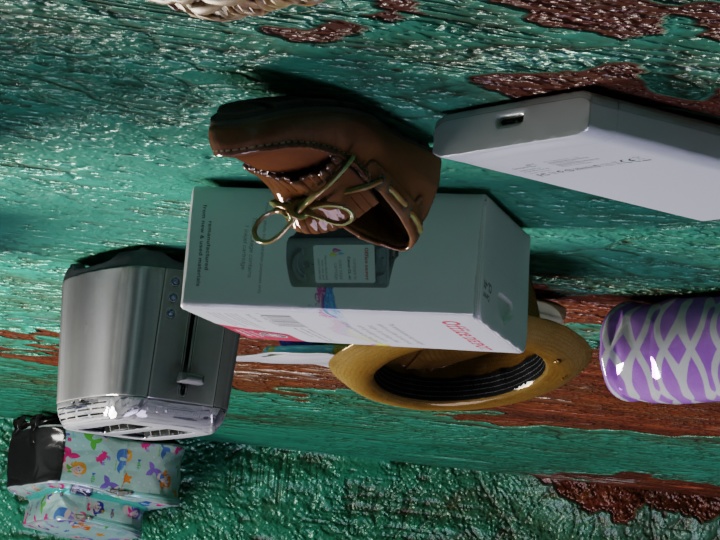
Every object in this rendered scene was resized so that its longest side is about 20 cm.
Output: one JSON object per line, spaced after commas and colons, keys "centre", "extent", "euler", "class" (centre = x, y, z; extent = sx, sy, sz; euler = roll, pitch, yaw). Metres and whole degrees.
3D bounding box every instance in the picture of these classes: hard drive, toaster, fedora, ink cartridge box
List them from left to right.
{"centre": [-0.167, 0.059, 2.269], "extent": [0.113, 0.130, 0.200], "euler": [10, 170, -28], "class": "toaster"}
{"centre": [0.000, 0.000, 1.934], "extent": [0.199, 0.086, 0.148], "euler": [1, 170, 15], "class": "ink cartridge box"}
{"centre": [0.071, 0.039, 2.141], "extent": [0.199, 0.082, 0.201], "euler": [0, 160, 0], "class": "fedora"}
{"centre": [0.158, -0.062, 1.638], "extent": [0.199, 0.027, 0.132], "euler": [12, 169, -36], "class": "hard drive"}

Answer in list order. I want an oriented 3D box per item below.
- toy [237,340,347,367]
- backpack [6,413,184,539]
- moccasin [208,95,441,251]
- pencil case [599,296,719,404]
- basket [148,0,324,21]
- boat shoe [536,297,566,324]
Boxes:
{"centre": [-0.026, 0.057, 2.452], "extent": [0.115, 0.048, 0.200], "euler": [-4, 172, 29], "class": "toy"}
{"centre": [-0.314, 0.251, 3.584], "extent": [0.199, 0.152, 0.177], "euler": [3, 171, -24], "class": "backpack"}
{"centre": [-0.021, -0.050, 1.642], "extent": [0.073, 0.078, 0.201], "euler": [1, 171, 23], "class": "moccasin"}
{"centre": [0.273, 0.057, 2.189], "extent": [0.199, 0.084, 0.085], "euler": [0, -167, 38], "class": "pencil case"}
{"centre": [-0.006, -0.139, 0.840], "extent": [0.148, 0.144, 0.200], "euler": [12, 169, -35], "class": "basket"}
{"centre": [0.059, 0.042, 2.239], "extent": [0.199, 0.065, 0.073], "euler": [7, 171, -12], "class": "boat shoe"}
